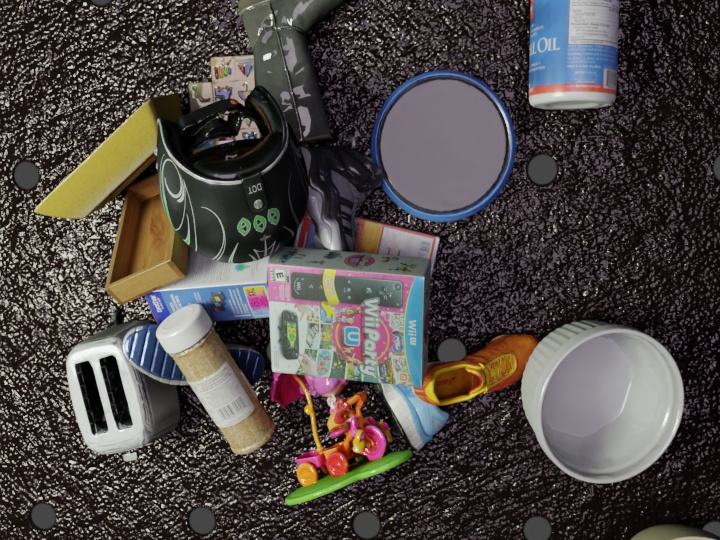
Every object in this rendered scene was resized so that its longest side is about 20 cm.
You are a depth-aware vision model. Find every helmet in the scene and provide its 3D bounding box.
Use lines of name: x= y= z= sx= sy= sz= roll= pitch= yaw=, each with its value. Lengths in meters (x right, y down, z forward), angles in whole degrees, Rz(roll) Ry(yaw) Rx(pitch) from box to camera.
helmet: x=-0.154 y=-0.106 z=0.945 sx=0.196 sy=0.192 sz=0.203 roll=1 pitch=57 yaw=-2

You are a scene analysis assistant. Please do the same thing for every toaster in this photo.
toaster: x=-0.327 y=0.155 z=1.072 sx=0.111 sy=0.129 sz=0.204 roll=-11 pitch=94 yaw=5

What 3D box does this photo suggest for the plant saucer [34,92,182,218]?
plant saucer: x=-0.309 y=-0.143 z=1.012 sx=0.199 sy=0.200 sz=0.049 roll=-42 pitch=103 yaw=8

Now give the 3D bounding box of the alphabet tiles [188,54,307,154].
alphabet tiles: x=-0.155 y=-0.196 z=1.084 sx=0.163 sy=0.006 sz=0.204 roll=-2 pitch=95 yaw=4

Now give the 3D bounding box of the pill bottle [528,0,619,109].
pill bottle: x=0.270 y=-0.312 z=0.984 sx=0.110 sy=0.112 sz=0.204 roll=0 pitch=95 yaw=5

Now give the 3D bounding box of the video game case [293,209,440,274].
video game case: x=0.000 y=0.000 z=1.084 sx=0.196 sy=0.017 sz=0.146 roll=14 pitch=97 yaw=3

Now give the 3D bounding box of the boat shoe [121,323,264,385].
boat shoe: x=-0.231 y=0.116 z=1.050 sx=0.198 sy=0.072 sz=0.074 roll=20 pitch=87 yaw=-31

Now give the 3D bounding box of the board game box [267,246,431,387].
board game box: x=-0.013 y=0.057 z=0.974 sx=0.196 sy=0.064 sz=0.150 roll=4 pitch=111 yaw=12

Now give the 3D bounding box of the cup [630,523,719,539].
cup: x=0.416 y=0.419 z=1.026 sx=0.196 sy=0.143 sz=0.205 roll=0 pitch=96 yaw=4

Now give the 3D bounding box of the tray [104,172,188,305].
tray: x=-0.269 y=-0.054 z=1.018 sx=0.097 sy=0.202 sz=0.037 roll=-22 pitch=132 yaw=15

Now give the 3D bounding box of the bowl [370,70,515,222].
bowl: x=0.111 y=-0.167 z=1.048 sx=0.196 sy=0.039 sz=0.205 roll=0 pitch=95 yaw=5

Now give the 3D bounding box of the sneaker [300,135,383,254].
sneaker: x=-0.014 y=-0.079 z=1.033 sx=0.112 sy=0.075 sz=0.203 roll=-21 pitch=93 yaw=-18

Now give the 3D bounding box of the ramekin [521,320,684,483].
ramekin: x=0.303 y=0.161 z=1.012 sx=0.196 sy=0.105 sz=0.204 roll=-2 pitch=100 yaw=-10

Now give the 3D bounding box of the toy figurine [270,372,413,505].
toy figurine: x=-0.045 y=0.190 z=1.045 sx=0.198 sy=0.149 sz=0.187 roll=-26 pitch=82 yaw=33

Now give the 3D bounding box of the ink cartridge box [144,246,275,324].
ink cartridge box: x=-0.205 y=-0.004 z=1.038 sx=0.196 sy=0.138 sz=0.077 roll=-3 pitch=137 yaw=5

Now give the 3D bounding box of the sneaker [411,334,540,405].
sneaker: x=0.166 y=0.139 z=1.034 sx=0.197 sy=0.077 sz=0.074 roll=-19 pitch=100 yaw=-20

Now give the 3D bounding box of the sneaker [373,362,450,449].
sneaker: x=0.061 y=0.140 z=1.074 sx=0.089 sy=0.078 sz=0.203 roll=-28 pitch=101 yaw=-11

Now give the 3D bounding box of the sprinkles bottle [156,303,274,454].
sprinkles bottle: x=-0.184 y=0.142 z=0.999 sx=0.067 sy=0.068 sz=0.202 roll=-24 pitch=113 yaw=7

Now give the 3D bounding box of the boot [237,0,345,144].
boot: x=-0.070 y=-0.275 z=1.033 sx=0.179 sy=0.072 sz=0.204 roll=-14 pitch=86 yaw=17
